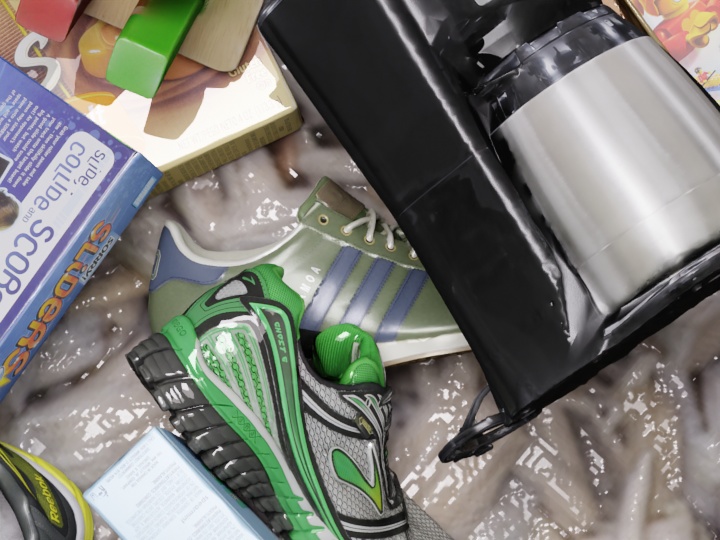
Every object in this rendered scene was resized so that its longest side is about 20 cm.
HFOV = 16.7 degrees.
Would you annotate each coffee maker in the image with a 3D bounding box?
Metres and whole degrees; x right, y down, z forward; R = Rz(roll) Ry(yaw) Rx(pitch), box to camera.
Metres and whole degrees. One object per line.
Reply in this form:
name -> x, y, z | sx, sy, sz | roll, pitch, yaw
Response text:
coffee maker -> 0.051, -0.049, 0.994 | 0.192, 0.135, 0.200 | -36, 81, 17

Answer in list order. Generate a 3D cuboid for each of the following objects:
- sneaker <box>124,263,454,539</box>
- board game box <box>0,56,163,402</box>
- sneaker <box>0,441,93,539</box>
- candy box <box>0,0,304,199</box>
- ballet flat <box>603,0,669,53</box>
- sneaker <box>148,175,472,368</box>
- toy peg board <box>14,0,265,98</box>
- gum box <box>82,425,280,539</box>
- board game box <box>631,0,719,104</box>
sneaker -> -0.009, 0.078, 1.051 | 0.085, 0.078, 0.200 | -40, 127, 1
board game box -> -0.196, 0.000, 1.050 | 0.135, 0.034, 0.200 | 35, 87, 19
sneaker -> -0.210, 0.076, 1.090 | 0.200, 0.085, 0.075 | 25, 85, 3
candy box -> -0.140, -0.079, 1.118 | 0.200, 0.055, 0.116 | -25, 83, -1
ballet flat -> 0.088, -0.123, 1.076 | 0.069, 0.063, 0.200 | -41, 90, 0
sneaker -> 0.000, 0.000, 1.103 | 0.200, 0.067, 0.090 | -10, 90, 3
toy peg board -> -0.118, -0.184, 0.993 | 0.199, 0.098, 0.200 | 23, 123, -2
gum box -> -0.026, 0.154, 1.038 | 0.045, 0.170, 0.200 | -43, 85, -4
board game box -> 0.180, -0.132, 1.131 | 0.200, 0.035, 0.126 | -31, 85, -2
